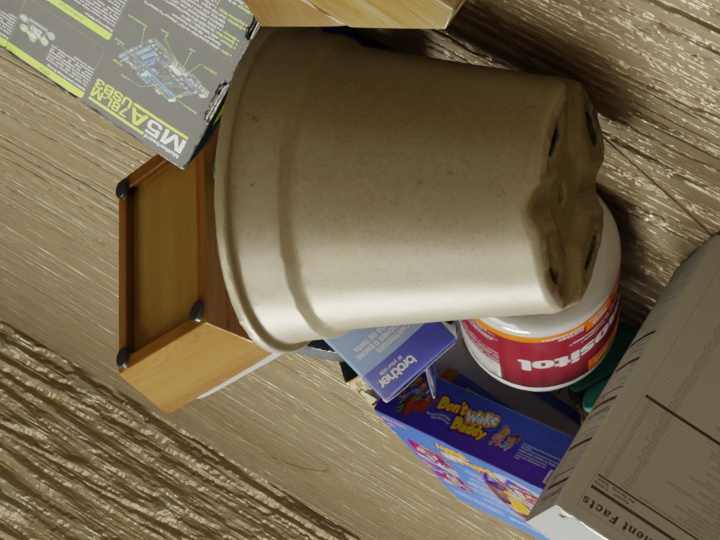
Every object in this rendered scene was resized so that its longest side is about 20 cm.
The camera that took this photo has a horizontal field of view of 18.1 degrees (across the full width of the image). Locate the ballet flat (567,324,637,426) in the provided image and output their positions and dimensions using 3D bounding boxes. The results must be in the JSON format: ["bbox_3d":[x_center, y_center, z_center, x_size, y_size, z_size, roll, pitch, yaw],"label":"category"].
[{"bbox_3d":[0.189,0.097,1.612,0.073,0.068,0.200,60,-173,-9],"label":"ballet flat"}]

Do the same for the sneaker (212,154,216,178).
[{"bbox_3d":[-0.024,-0.051,1.688,0.199,0.092,0.078,32,168,5],"label":"sneaker"}]

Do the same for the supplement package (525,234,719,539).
[{"bbox_3d":[0.206,0.098,1.415,0.113,0.201,0.110,33,168,2],"label":"supplement package"}]

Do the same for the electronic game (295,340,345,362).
[{"bbox_3d":[-0.020,0.025,1.856,0.198,0.042,0.200,7,-160,-3],"label":"electronic game"}]

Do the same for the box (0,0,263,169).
[{"bbox_3d":[-0.144,-0.187,1.344,0.199,0.048,0.194,33,132,1],"label":"box"}]

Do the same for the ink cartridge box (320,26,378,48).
[{"bbox_3d":[0.003,-0.116,1.503,0.094,0.037,0.200,34,170,3],"label":"ink cartridge box"}]

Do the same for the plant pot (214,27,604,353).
[{"bbox_3d":[0.039,-0.048,1.318,0.182,0.202,0.201,2,155,22],"label":"plant pot"}]

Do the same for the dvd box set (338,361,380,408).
[{"bbox_3d":[0.039,0.093,2.034,0.200,0.029,0.147,43,-159,-39],"label":"dvd box set"}]

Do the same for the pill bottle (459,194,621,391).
[{"bbox_3d":[0.120,0.015,1.527,0.113,0.113,0.200,30,168,14],"label":"pill bottle"}]

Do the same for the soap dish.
[{"bbox_3d":[-0.125,-0.010,1.749,0.081,0.201,0.157,14,152,-34],"label":"soap dish"}]

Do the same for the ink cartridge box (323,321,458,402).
[{"bbox_3d":[0.000,0.000,1.596,0.200,0.076,0.137,44,-163,-13],"label":"ink cartridge box"}]

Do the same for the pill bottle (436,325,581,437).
[{"bbox_3d":[0.151,0.094,1.746,0.199,0.112,0.112,34,168,-2],"label":"pill bottle"}]

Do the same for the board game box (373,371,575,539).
[{"bbox_3d":[0.118,0.149,1.664,0.199,0.045,0.135,22,161,46],"label":"board game box"}]

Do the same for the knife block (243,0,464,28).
[{"bbox_3d":[-0.043,-0.210,1.177,0.199,0.064,0.176,7,142,42],"label":"knife block"}]
